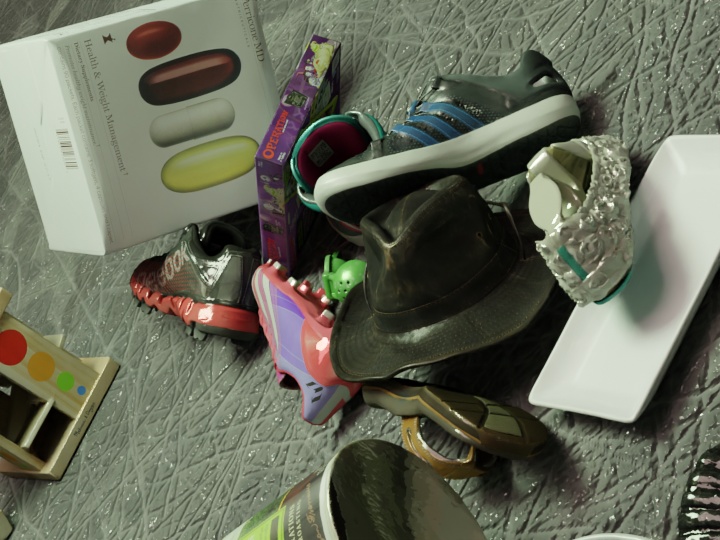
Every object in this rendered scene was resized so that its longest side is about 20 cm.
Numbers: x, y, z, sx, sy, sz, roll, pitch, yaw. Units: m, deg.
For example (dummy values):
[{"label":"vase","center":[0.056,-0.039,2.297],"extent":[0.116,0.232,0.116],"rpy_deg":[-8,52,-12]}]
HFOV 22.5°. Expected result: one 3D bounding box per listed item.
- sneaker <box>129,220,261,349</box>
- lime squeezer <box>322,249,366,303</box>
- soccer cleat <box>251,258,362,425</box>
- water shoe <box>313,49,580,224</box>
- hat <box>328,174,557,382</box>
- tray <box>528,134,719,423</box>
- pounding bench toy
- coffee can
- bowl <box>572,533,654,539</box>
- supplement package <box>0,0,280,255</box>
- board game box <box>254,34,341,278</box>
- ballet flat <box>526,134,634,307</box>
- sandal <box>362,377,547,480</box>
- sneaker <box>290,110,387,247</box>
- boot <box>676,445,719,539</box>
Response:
[{"label":"sneaker","center":[-0.138,0.003,1.562],"extent":[0.200,0.071,0.098],"rpy_deg":[17,94,61]},{"label":"lime squeezer","center":[0.000,0.000,1.371],"extent":[0.071,0.038,0.200],"rpy_deg":[-35,19,-22]},{"label":"soccer cleat","center":[-0.050,0.051,1.393],"extent":[0.077,0.067,0.200],"rpy_deg":[-57,29,4]},{"label":"water shoe","center":[0.056,-0.094,1.295],"extent":[0.199,0.072,0.079],"rpy_deg":[-18,62,-7]},{"label":"hat","center":[0.048,-0.014,1.218],"extent":[0.200,0.081,0.201],"rpy_deg":[-23,24,11]},{"label":"tray","center":[0.183,0.005,1.108],"extent":[0.107,0.022,0.200],"rpy_deg":[5,63,61]},{"label":"pounding bench toy","center":[-0.355,0.134,1.687],"extent":[0.124,0.156,0.200],"rpy_deg":[-6,54,56]},{"label":"coffee can","center":[-0.034,0.212,1.078],"extent":[0.200,0.146,0.147],"rpy_deg":[-39,30,27]},{"label":"bowl","center":[0.133,0.226,0.825],"extent":[0.201,0.090,0.202],"rpy_deg":[-27,54,45]},{"label":"supplement package","center":[-0.188,-0.135,1.607],"extent":[0.200,0.192,0.147],"rpy_deg":[-21,13,-27]},{"label":"board game box","center":[-0.049,-0.087,1.462],"extent":[0.200,0.032,0.120],"rpy_deg":[93,-165,-64]},{"label":"ballet flat","center":[0.137,-0.048,1.156],"extent":[0.072,0.072,0.200],"rpy_deg":[-44,16,20]},{"label":"sandal","center":[0.053,0.103,1.150],"extent":[0.200,0.081,0.055],"rpy_deg":[10,87,64]},{"label":"sneaker","center":[-0.007,-0.069,1.396],"extent":[0.084,0.121,0.200],"rpy_deg":[-58,26,-9]},{"label":"boot","center":[0.237,0.088,0.855],"extent":[0.158,0.079,0.212],"rpy_deg":[-7,53,56]}]
